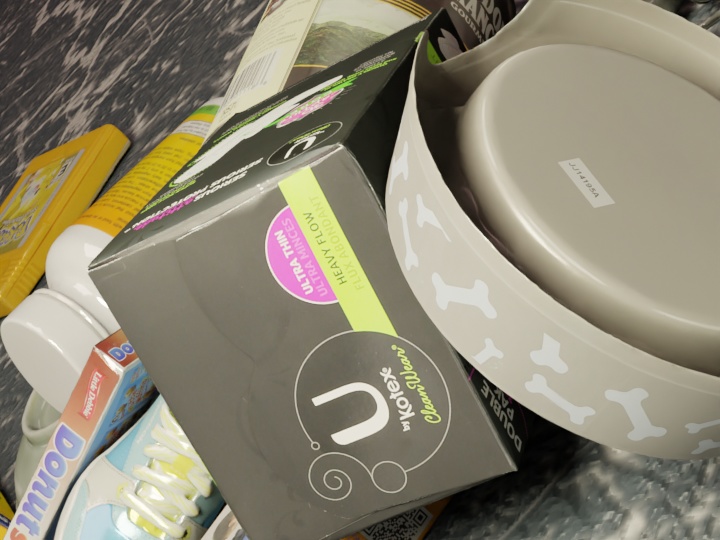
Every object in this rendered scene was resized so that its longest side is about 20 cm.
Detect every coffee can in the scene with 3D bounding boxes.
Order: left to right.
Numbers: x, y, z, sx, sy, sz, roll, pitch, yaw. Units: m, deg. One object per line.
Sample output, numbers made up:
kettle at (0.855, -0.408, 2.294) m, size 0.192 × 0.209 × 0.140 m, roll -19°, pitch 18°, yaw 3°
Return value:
coffee can at (-0.001, -0.090, 0.976) m, size 0.146 × 0.146 × 0.201 m, roll -28°, pitch 30°, yaw 39°

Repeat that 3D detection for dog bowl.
dog bowl at (0.098, -0.018, 0.631) m, size 0.201 × 0.198 × 0.059 m, roll -75°, pitch 11°, yaw -49°

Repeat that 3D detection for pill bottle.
pill bottle at (-0.118, -0.004, 1.045) m, size 0.200 × 0.112 × 0.111 m, roll -46°, pitch 19°, yaw -29°

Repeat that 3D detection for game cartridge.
game cartridge at (-0.308, -0.036, 1.593) m, size 0.176 × 0.032 × 0.201 m, roll -15°, pitch 38°, yaw 53°

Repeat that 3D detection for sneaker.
sneaker at (-0.089, 0.090, 0.883) m, size 0.201 × 0.079 × 0.131 m, roll -60°, pitch 3°, yaw -26°

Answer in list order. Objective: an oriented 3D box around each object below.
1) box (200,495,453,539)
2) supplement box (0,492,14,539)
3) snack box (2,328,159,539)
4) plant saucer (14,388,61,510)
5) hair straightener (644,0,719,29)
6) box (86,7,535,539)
box at (-0.048, 0.156, 0.800) m, size 0.201 × 0.041 × 0.119 m, roll -51°, pitch 23°, yaw -15°
supplement box at (-0.306, 0.168, 1.140) m, size 0.110 × 0.108 × 0.200 m, roll -56°, pitch 24°, yaw -4°
snack box at (-0.155, 0.109, 0.964) m, size 0.072 × 0.024 × 0.201 m, roll -36°, pitch -21°, yaw -57°
plant saucer at (-0.168, 0.079, 1.128) m, size 0.200 × 0.050 × 0.201 m, roll -40°, pitch 24°, yaw 21°
hair straightener at (0.186, -0.183, 0.918) m, size 0.077 × 0.041 × 0.201 m, roll -16°, pitch 33°, yaw 51°
box at (0.000, 0.000, 0.745) m, size 0.123 × 0.150 × 0.200 m, roll -24°, pitch 14°, yaw 23°
